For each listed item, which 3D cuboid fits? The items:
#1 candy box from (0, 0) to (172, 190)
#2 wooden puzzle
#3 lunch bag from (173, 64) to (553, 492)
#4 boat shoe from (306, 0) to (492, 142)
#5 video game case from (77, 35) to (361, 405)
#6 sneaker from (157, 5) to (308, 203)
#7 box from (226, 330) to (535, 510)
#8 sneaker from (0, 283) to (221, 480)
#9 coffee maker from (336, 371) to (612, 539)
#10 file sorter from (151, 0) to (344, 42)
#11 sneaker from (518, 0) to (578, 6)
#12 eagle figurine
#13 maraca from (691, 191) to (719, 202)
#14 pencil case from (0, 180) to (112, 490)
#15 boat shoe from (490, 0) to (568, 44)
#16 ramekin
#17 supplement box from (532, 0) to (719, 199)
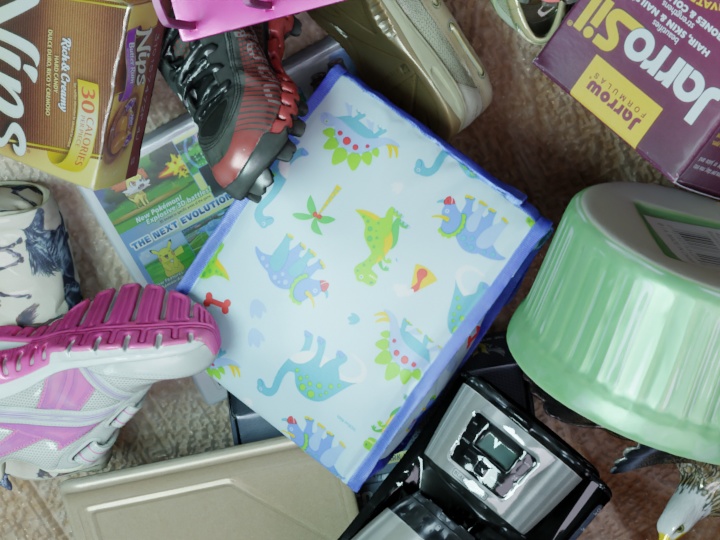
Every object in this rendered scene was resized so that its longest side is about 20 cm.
[{"bbox_3d":[-0.217,-0.137,1.513,0.199,0.056,0.117,20,110,20],"label":"candy box"},{"bbox_3d":[-0.086,0.191,1.662,0.184,0.037,0.201,-11,124,3],"label":"wooden puzzle"},{"bbox_3d":[0.000,0.000,1.559,0.170,0.127,0.201,36,112,7],"label":"lunch bag"},{"bbox_3d":[0.013,-0.174,1.575,0.072,0.065,0.201,-25,101,51],"label":"boat shoe"},{"bbox_3d":[-0.055,-0.032,1.642,0.199,0.022,0.183,-27,112,5],"label":"video game case"},{"bbox_3d":[-0.085,-0.119,1.507,0.098,0.201,0.071,28,123,-25],"label":"sneaker"},{"bbox_3d":[0.019,0.133,1.688,0.199,0.051,0.159,-10,119,-4],"label":"box"},{"bbox_3d":[-0.168,0.072,1.543,0.199,0.081,0.089,-14,114,24],"label":"sneaker"},{"bbox_3d":[0.049,0.171,1.585,0.135,0.192,0.200,41,87,-7],"label":"coffee maker"},{"bbox_3d":[-0.028,-0.218,1.396,0.199,0.125,0.140,-14,94,5],"label":"file sorter"},{"bbox_3d":[0.065,-0.234,1.506,0.199,0.078,0.083,30,126,28],"label":"sneaker"},{"bbox_3d":[0.219,0.112,1.634,0.151,0.152,0.200,-21,129,31],"label":"eagle figurine"},{"bbox_3d":[0.261,-0.019,1.640,0.137,0.107,0.200,38,116,-25],"label":"maraca"},{"bbox_3d":[-0.218,0.037,1.618,0.089,0.078,0.201,0,113,24],"label":"pencil case"},{"bbox_3d":[0.103,-0.242,1.556,0.073,0.063,0.202,-3,111,-6],"label":"boat shoe"},{"bbox_3d":[0.196,0.026,1.517,0.199,0.200,0.098,13,111,-11],"label":"ramekin"},{"bbox_3d":[0.223,-0.163,1.550,0.131,0.103,0.201,42,105,25],"label":"supplement box"}]
